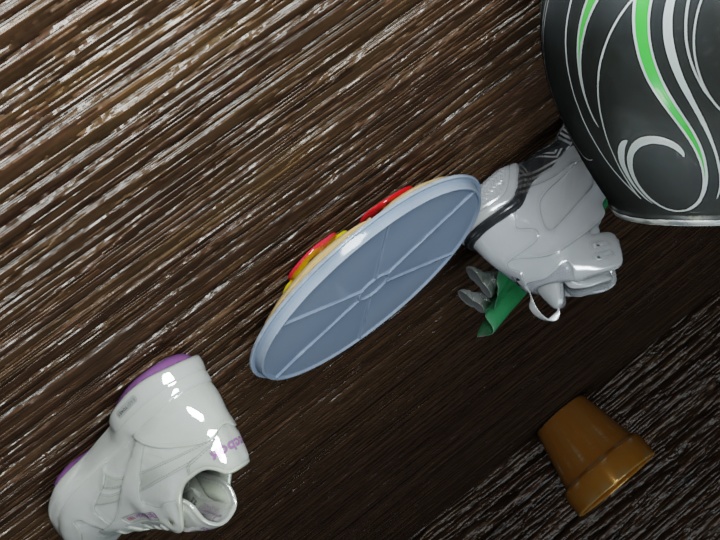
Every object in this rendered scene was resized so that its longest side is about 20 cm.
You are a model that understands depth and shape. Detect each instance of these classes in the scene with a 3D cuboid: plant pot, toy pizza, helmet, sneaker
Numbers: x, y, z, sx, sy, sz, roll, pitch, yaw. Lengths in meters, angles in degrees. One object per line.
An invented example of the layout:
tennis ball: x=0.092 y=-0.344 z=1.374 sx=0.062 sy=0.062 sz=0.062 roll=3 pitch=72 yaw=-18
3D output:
plant pot: x=0.462 y=0.362 z=2.749 sx=0.199 sy=0.184 sz=0.201 roll=-35 pitch=163 yaw=-12
toy pizza: x=0.000 y=0.000 z=0.921 sx=0.199 sy=0.032 sz=0.201 roll=-37 pitch=163 yaw=-13
helmet: x=0.189 y=-0.133 z=0.693 sx=0.197 sy=0.194 sz=0.200 roll=-10 pitch=-167 yaw=2
sneaker: x=0.175 y=-0.055 z=1.021 sx=0.199 sy=0.115 sz=0.075 roll=-38 pitch=165 yaw=-5
sneaker: x=-0.137 y=0.143 z=0.872 sx=0.074 sy=0.100 sz=0.200 roll=-26 pitch=161 yaw=-45

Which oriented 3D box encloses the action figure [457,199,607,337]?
action figure: x=0.165 y=-0.039 z=1.160 sx=0.200 sy=0.055 sz=0.119 roll=-41 pitch=165 yaw=-24
